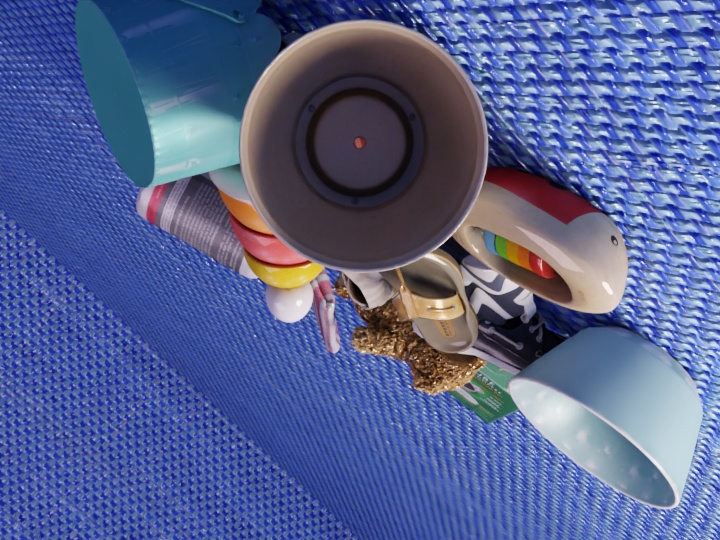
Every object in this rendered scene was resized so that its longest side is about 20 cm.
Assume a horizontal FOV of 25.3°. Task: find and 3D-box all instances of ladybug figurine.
[{"bbox_3d":[0.151,-0.034,1.384,0.199,0.072,0.136,29,163,33],"label":"ladybug figurine"}]

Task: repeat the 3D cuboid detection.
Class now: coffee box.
[{"bbox_3d":[0.142,0.125,1.946,0.123,0.044,0.200,38,166,2],"label":"coffee box"}]

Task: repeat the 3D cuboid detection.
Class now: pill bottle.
[{"bbox_3d":[-0.131,-0.061,1.720,0.199,0.111,0.111,30,165,4],"label":"pill bottle"}]

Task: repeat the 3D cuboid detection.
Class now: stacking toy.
[{"bbox_3d":[-0.076,-0.033,1.574,0.146,0.146,0.201,29,132,33],"label":"stacking toy"}]

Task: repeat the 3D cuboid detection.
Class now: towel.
[{"bbox_3d":[-0.058,-0.018,1.838,0.147,0.030,0.201,82,169,-69],"label":"towel"}]

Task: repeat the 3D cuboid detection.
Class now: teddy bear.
[{"bbox_3d":[0.054,0.060,1.774,0.199,0.145,0.067,35,133,16],"label":"teddy bear"}]

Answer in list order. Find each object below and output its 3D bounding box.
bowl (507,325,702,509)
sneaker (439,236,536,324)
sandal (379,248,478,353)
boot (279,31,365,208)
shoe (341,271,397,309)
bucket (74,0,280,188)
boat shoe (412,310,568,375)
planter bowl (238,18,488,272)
[{"bbox_3d":[0.253,0.129,1.565,0.200,0.105,0.201,35,165,11],"label":"bowl"},{"bbox_3d":[0.097,-0.002,1.598,0.198,0.080,0.130,15,146,35],"label":"sneaker"},{"bbox_3d":[0.061,0.032,1.516,0.080,0.054,0.200,0,146,24],"label":"sandal"},{"bbox_3d":[0.000,-0.129,1.479,0.072,0.143,0.201,-39,65,60],"label":"boot"},{"bbox_3d":[0.000,0.000,1.607,0.070,0.053,0.200,46,171,11],"label":"shoe"},{"bbox_3d":[-0.162,-0.179,1.436,0.207,0.134,0.208,50,152,40],"label":"bucket"},{"bbox_3d":[0.155,0.063,1.654,0.199,0.061,0.074,20,-155,3],"label":"boat shoe"},{"bbox_3d":[0.001,-0.106,1.339,0.200,0.201,0.135,40,-175,-5],"label":"planter bowl"}]
